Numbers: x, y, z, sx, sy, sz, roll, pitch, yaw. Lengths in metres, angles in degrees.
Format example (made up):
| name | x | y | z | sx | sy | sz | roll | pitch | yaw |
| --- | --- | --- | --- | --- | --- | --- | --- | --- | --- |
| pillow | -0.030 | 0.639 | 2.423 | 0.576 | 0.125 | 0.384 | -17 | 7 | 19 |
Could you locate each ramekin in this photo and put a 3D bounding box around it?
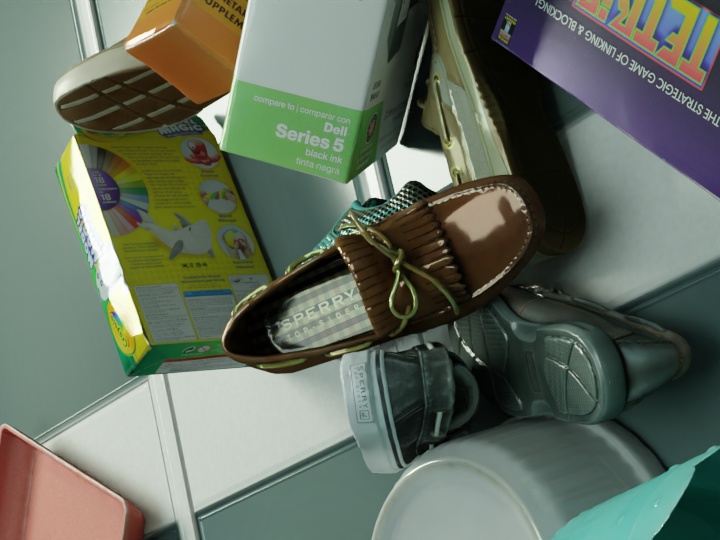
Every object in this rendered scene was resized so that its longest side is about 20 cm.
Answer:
| name | x | y | z | sx | sy | sz | roll | pitch | yaw |
| --- | --- | --- | --- | --- | --- | --- | --- | --- | --- |
| ramekin | 0.088 | 0.180 | 1.074 | 0.202 | 0.094 | 0.203 | 1 | 91 | 51 |

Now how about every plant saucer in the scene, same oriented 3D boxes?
| name | x | y | z | sx | sy | sz | roll | pitch | yaw |
| --- | --- | --- | --- | --- | --- | --- | --- | --- | --- |
| plant saucer | -0.234 | 0.243 | 1.517 | 0.200 | 0.037 | 0.200 | 21 | 106 | 48 |

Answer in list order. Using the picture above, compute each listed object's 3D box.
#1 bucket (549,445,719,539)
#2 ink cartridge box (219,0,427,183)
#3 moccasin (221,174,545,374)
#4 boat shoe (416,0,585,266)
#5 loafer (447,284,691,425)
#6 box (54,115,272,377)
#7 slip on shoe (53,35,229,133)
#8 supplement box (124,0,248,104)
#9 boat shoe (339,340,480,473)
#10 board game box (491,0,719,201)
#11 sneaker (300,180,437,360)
| name | x | y | z | sx | sy | sz | roll | pitch | yaw |
| --- | --- | --- | --- | --- | --- | --- | --- | --- | --- |
| bucket | 0.178 | 0.178 | 0.885 | 0.135 | 0.207 | 0.208 | -34 | 64 | 56 |
| ink cartridge box | -0.008 | -0.167 | 1.141 | 0.084 | 0.146 | 0.200 | 16 | 106 | 9 |
| moccasin | 0.010 | 0.003 | 1.072 | 0.201 | 0.078 | 0.074 | -19 | 86 | 24 |
| boat shoe | 0.067 | -0.095 | 1.117 | 0.066 | 0.074 | 0.200 | -28 | 68 | 41 |
| loafer | 0.113 | 0.045 | 1.074 | 0.200 | 0.063 | 0.072 | -160 | 59 | -67 |
| box | -0.135 | -0.025 | 1.330 | 0.048 | 0.117 | 0.200 | -48 | 54 | 45 |
| slip on shoe | -0.115 | -0.153 | 1.297 | 0.200 | 0.076 | 0.061 | -22 | 54 | 18 |
| supplement box | -0.072 | -0.207 | 1.219 | 0.069 | 0.067 | 0.200 | -18 | 43 | 52 |
| boat shoe | 0.034 | 0.080 | 1.112 | 0.200 | 0.071 | 0.072 | 42 | -137 | -82 |
| board game box | 0.171 | -0.152 | 1.003 | 0.200 | 0.057 | 0.166 | 42 | 120 | 43 |
| sneaker | 0.000 | 0.000 | 1.215 | 0.200 | 0.078 | 0.091 | -19 | 50 | 55 |
